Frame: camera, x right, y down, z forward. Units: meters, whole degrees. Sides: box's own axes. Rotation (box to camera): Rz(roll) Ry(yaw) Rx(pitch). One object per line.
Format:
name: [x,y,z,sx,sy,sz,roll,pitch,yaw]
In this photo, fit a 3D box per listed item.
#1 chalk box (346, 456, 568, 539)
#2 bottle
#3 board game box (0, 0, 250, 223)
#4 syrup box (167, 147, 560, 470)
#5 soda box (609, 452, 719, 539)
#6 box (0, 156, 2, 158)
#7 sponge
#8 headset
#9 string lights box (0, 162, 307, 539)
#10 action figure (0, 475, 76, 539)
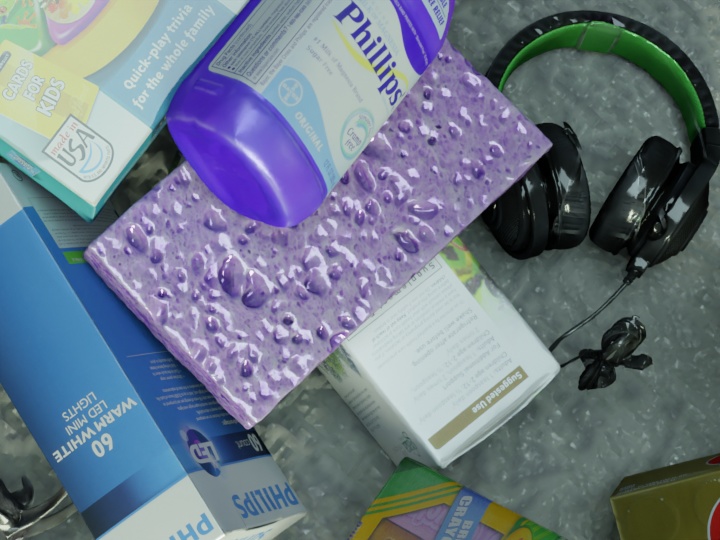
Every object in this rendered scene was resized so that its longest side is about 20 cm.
chalk box: [0.072,0.182,1.182,0.124,0.200,0.124,39,81,-28]
bottle: [-0.002,-0.115,1.201,0.200,0.065,0.084,-52,135,-20]
board game box: [-0.155,-0.142,1.203,0.200,0.047,0.151,36,78,-1]
syrup box: [0.000,0.000,1.292,0.081,0.079,0.200,-39,88,-13]
soda box: [0.225,0.110,1.274,0.200,0.064,0.068,-16,91,13]
box: [-0.149,-0.170,1.286,0.184,0.105,0.200,-17,83,-11]
sponge: [-0.018,-0.032,1.234,0.200,0.030,0.112,-43,89,-19]
headset: [0.117,-0.039,1.306,0.123,0.094,0.200,7,68,-9]
string lights box: [-0.115,0.048,1.238,0.059,0.103,0.200,-36,78,17]
action figure: [-0.231,0.121,1.225,0.200,0.119,0.102,7,74,0]
